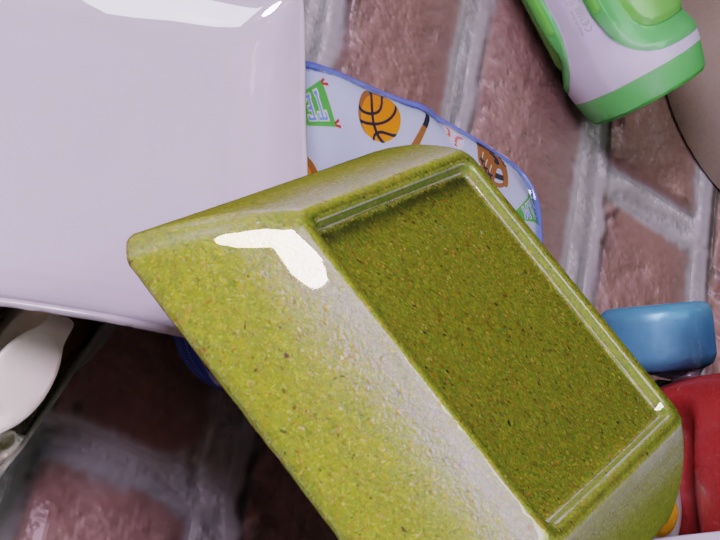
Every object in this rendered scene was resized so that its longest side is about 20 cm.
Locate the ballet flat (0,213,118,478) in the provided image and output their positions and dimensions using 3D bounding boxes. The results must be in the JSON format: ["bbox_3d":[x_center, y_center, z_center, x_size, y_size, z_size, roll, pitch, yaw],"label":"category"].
[{"bbox_3d":[-0.124,0.015,0.663,0.067,0.064,0.200,45,50,-21],"label":"ballet flat"}]

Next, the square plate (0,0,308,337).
[{"bbox_3d":[-0.117,-0.057,0.660,0.197,0.028,0.201,10,52,-17],"label":"square plate"}]

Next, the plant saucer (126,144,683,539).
[{"bbox_3d":[0.038,0.033,0.613,0.200,0.048,0.200,52,31,8],"label":"plant saucer"}]

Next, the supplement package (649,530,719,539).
[{"bbox_3d":[0.094,0.229,0.661,0.191,0.200,0.147,4,36,-42],"label":"supplement package"}]

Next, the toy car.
[{"bbox_3d":[0.137,0.111,0.791,0.199,0.177,0.185,-5,89,-39],"label":"toy car"}]

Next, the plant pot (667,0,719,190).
[{"bbox_3d":[0.320,-0.147,1.025,0.187,0.200,0.188,16,65,-37],"label":"plant pot"}]

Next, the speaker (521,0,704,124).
[{"bbox_3d":[0.118,-0.187,0.937,0.088,0.088,0.200,-35,99,-43],"label":"speaker"}]

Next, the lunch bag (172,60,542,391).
[{"bbox_3d":[0.000,0.000,0.774,0.200,0.075,0.161,18,66,-37],"label":"lunch bag"}]
